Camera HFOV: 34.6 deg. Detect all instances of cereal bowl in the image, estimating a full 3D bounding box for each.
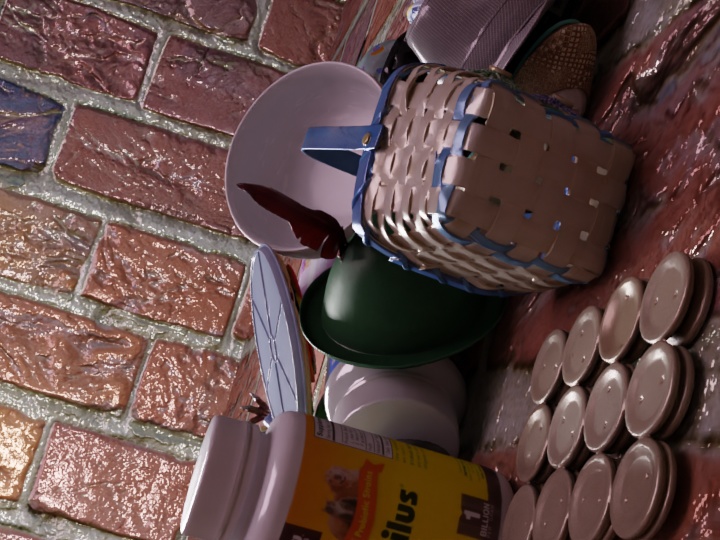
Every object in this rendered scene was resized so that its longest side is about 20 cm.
[{"bbox_3d":[-0.034,-0.102,1.155,0.083,0.200,0.201,27,-103,-56],"label":"cereal bowl"}]

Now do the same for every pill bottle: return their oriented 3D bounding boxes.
[{"bbox_3d":[-0.009,0.157,0.744,0.109,0.200,0.110,-163,90,-81],"label":"pill bottle"},{"bbox_3d":[0.028,0.081,0.940,0.200,0.114,0.114,-88,18,-59],"label":"pill bottle"}]

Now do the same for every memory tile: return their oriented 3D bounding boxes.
[{"bbox_3d":[0.130,0.083,0.638,0.200,0.017,0.154,128,158,-67],"label":"memory tile"}]

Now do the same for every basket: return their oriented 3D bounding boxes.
[{"bbox_3d":[0.073,-0.058,0.770,0.200,0.176,0.139,0,73,61],"label":"basket"}]

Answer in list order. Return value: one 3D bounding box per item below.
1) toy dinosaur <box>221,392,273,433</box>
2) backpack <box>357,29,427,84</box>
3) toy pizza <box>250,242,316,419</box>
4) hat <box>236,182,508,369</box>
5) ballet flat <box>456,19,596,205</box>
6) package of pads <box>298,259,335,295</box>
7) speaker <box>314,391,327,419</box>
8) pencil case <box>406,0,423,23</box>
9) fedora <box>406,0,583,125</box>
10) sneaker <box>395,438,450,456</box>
[{"bbox_3d":[-0.077,0.175,1.172,0.105,0.200,0.181,65,167,-14],"label":"toy dinosaur"},{"bbox_3d":[0.039,-0.164,1.267,0.200,0.126,0.167,135,153,-61],"label":"backpack"},{"bbox_3d":[-0.069,0.072,1.103,0.200,0.032,0.201,171,90,-75],"label":"toy pizza"},{"bbox_3d":[0.020,-0.040,0.855,0.200,0.165,0.176,-85,-13,-59],"label":"hat"},{"bbox_3d":[0.131,-0.098,0.870,0.200,0.070,0.065,115,141,-53],"label":"ballet flat"},{"bbox_3d":[0.000,0.000,1.223,0.076,0.120,0.200,-42,24,29],"label":"package of pads"},{"bbox_3d":[-0.001,0.173,1.021,0.200,0.088,0.089,-92,22,-65],"label":"speaker"},{"bbox_3d":[0.117,-0.368,1.333,0.091,0.083,0.200,6,76,58],"label":"pencil case"},{"bbox_3d":[0.096,-0.188,0.894,0.200,0.090,0.177,-45,-11,-46],"label":"fedora"},{"bbox_3d":[0.028,0.223,0.847,0.116,0.075,0.200,-91,9,-48],"label":"sneaker"}]
